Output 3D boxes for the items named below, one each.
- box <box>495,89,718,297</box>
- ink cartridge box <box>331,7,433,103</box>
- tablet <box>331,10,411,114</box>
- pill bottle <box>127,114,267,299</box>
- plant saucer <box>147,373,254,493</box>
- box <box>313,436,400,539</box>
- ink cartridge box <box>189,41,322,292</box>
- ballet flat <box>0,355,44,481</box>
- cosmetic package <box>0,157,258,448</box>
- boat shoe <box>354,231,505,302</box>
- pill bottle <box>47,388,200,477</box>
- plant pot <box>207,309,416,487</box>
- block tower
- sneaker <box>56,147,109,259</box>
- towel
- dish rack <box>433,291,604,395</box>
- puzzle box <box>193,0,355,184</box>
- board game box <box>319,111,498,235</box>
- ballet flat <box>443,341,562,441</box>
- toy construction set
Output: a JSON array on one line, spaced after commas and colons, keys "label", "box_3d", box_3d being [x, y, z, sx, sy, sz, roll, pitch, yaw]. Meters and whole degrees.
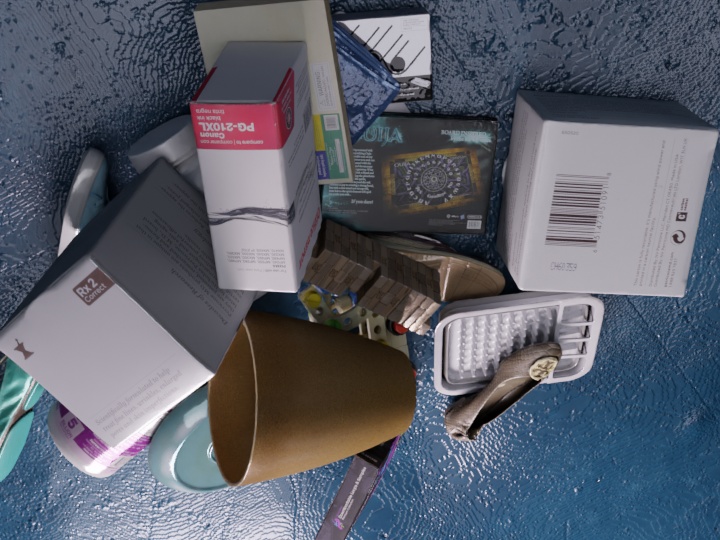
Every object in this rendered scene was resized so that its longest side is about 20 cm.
[{"label": "box", "box_3d": [0.269, -0.087, 1.282, 0.199, 0.131, 0.200, 2, 113, -8]}, {"label": "ink cartridge box", "box_3d": [-0.024, -0.224, 1.222, 0.199, 0.044, 0.095, -6, 113, -3]}, {"label": "tablet", "box_3d": [-0.020, -0.174, 1.277, 0.130, 0.014, 0.200, -32, 113, 8]}, {"label": "pill bottle", "box_3d": [-0.169, -0.064, 1.254, 0.111, 0.111, 0.201, -27, 114, 6]}, {"label": "plant saucer", "box_3d": [-0.156, 0.200, 1.362, 0.199, 0.027, 0.201, -22, 140, -20]}, {"label": "box", "box_3d": [0.005, 0.245, 1.363, 0.036, 0.200, 0.144, 28, 110, 9]}, {"label": "ink cartridge box", "box_3d": [-0.095, -0.099, 1.099, 0.084, 0.145, 0.201, 2, 123, 9]}, {"label": "ballet flat", "box_3d": [-0.419, 0.157, 1.357, 0.070, 0.067, 0.201, 31, 108, 8]}, {"label": "cosmetic package", "box_3d": [-0.221, 0.030, 1.138, 0.165, 0.200, 0.165, -36, 108, 31]}, {"label": "boat shoe", "box_3d": [0.072, -0.014, 1.328, 0.199, 0.065, 0.072, 10, 134, -10]}, {"label": "pill bottle", "box_3d": [-0.259, 0.141, 1.333, 0.200, 0.112, 0.112, -40, 112, 10]}, {"label": "plant pot", "box_3d": [-0.047, 0.136, 1.238, 0.199, 0.186, 0.187, 2, 114, -22]}, {"label": "block tower", "box_3d": [0.000, 0.000, 1.260, 0.199, 0.054, 0.058, 26, 127, -21]}, {"label": "sneaker", "box_3d": [-0.291, -0.043, 1.275, 0.081, 0.074, 0.201, 11, 123, -12]}, {"label": "towel", "box_3d": [-0.061, -0.213, 1.173, 0.200, 0.049, 0.112, 39, 105, -17]}, {"label": "dish rack", "box_3d": [0.183, 0.078, 1.367, 0.199, 0.044, 0.172, -8, 142, -3]}, {"label": "puzzle box", "box_3d": [-0.084, -0.176, 1.150, 0.132, 0.025, 0.201, -3, 123, 10]}, {"label": "board game box", "box_3d": [0.052, -0.110, 1.286, 0.199, 0.028, 0.136, 1, 108, -13]}, {"label": "ballet flat", "box_3d": [0.173, 0.151, 1.383, 0.067, 0.047, 0.200, 20, 133, -33]}, {"label": "toy construction set", "box_3d": [-0.007, 0.094, 1.351, 0.130, 0.092, 0.201, -15, 122, -21]}]
